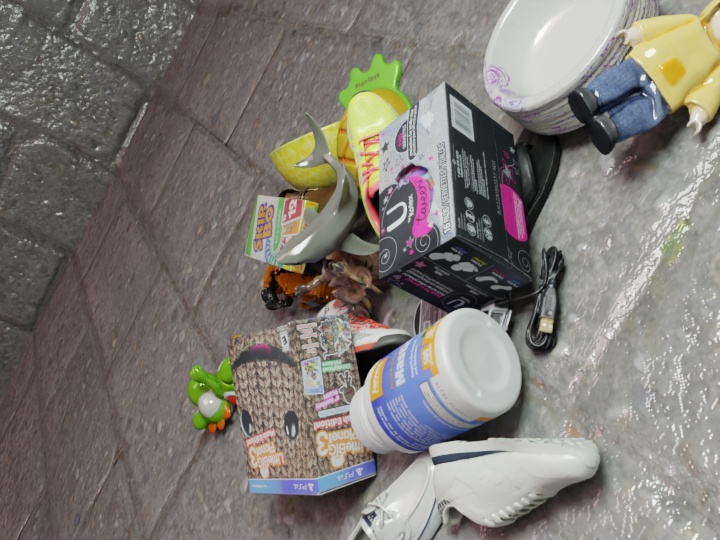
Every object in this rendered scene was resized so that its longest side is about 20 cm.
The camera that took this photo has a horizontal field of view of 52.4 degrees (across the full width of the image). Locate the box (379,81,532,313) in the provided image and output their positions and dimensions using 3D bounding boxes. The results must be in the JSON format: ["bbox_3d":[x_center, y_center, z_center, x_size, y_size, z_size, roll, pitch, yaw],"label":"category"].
[{"bbox_3d":[0.097,-0.075,0.807,0.114,0.131,0.204,-30,47,39],"label":"box"}]

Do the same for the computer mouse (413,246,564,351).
[{"bbox_3d":[0.143,0.046,0.828,0.197,0.043,0.112,-15,60,44],"label":"computer mouse"}]

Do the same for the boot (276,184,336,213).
[{"bbox_3d":[-0.075,-0.094,1.093,0.198,0.075,0.075,-21,38,53],"label":"boot"}]

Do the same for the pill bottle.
[{"bbox_3d":[0.071,0.131,0.796,0.199,0.110,0.114,-39,38,46],"label":"pill bottle"}]

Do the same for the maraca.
[{"bbox_3d":[0.021,-0.193,0.997,0.135,0.106,0.205,-18,73,34],"label":"maraca"}]

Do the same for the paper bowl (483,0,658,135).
[{"bbox_3d":[0.242,-0.249,0.828,0.199,0.103,0.205,-34,43,38],"label":"paper bowl"}]

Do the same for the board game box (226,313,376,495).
[{"bbox_3d":[-0.080,0.173,0.938,0.158,0.095,0.205,-19,79,48],"label":"board game box"}]

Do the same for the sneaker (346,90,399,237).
[{"bbox_3d":[0.029,-0.122,0.891,0.076,0.205,0.090,-17,3,12],"label":"sneaker"}]

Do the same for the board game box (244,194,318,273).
[{"bbox_3d":[-0.122,-0.057,1.063,0.199,0.029,0.098,15,92,63],"label":"board game box"}]

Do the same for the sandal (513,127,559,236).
[{"bbox_3d":[0.180,-0.091,0.859,0.075,0.047,0.205,4,72,56],"label":"sandal"}]

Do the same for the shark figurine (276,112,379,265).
[{"bbox_3d":[-0.031,-0.102,0.919,0.090,0.125,0.218,96,178,-53],"label":"shark figurine"}]

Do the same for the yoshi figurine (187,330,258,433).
[{"bbox_3d":[-0.237,0.180,1.241,0.201,0.111,0.113,-52,18,23],"label":"yoshi figurine"}]

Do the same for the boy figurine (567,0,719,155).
[{"bbox_3d":[0.304,-0.191,0.703,0.197,0.064,0.126,-32,82,5],"label":"boy figurine"}]

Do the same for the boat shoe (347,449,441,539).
[{"bbox_3d":[0.030,0.284,0.801,0.203,0.065,0.073,-62,31,3],"label":"boat shoe"}]

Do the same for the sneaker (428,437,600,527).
[{"bbox_3d":[0.146,0.202,0.698,0.199,0.075,0.083,-25,59,51],"label":"sneaker"}]

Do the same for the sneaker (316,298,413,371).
[{"bbox_3d":[-0.001,0.079,0.989,0.200,0.066,0.110,-28,48,47],"label":"sneaker"}]

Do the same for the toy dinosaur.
[{"bbox_3d":[0.000,0.000,0.999,0.134,0.198,0.088,18,115,37],"label":"toy dinosaur"}]

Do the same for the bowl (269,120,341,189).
[{"bbox_3d":[-0.034,-0.167,1.152,0.198,0.198,0.110,-13,101,51],"label":"bowl"}]

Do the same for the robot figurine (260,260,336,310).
[{"bbox_3d":[-0.093,0.001,1.188,0.198,0.058,0.148,0,67,55],"label":"robot figurine"}]
